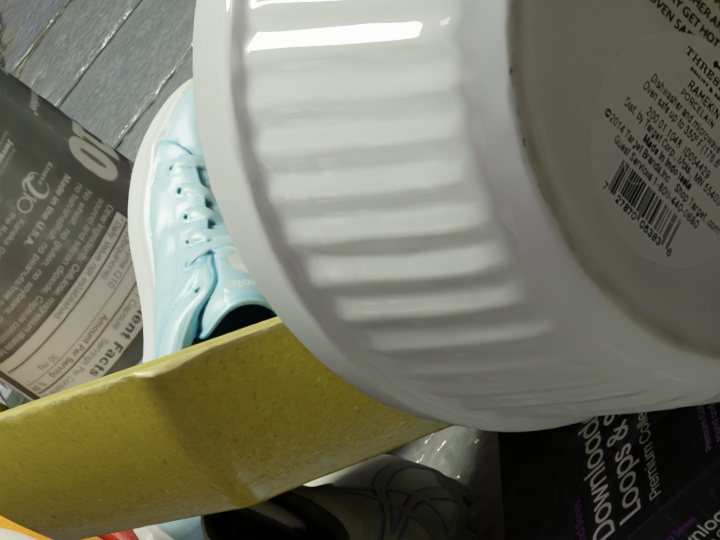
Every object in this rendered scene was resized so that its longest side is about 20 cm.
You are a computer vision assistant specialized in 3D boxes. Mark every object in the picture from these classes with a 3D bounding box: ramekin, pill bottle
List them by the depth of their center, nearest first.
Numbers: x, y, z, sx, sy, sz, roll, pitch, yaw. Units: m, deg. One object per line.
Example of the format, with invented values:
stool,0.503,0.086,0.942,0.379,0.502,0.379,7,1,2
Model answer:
ramekin,0.066,-0.055,0.665,0.105,0.200,0.201,1,56,53
pill bottle,-0.130,0.000,1.106,0.113,0.200,0.113,-45,22,23

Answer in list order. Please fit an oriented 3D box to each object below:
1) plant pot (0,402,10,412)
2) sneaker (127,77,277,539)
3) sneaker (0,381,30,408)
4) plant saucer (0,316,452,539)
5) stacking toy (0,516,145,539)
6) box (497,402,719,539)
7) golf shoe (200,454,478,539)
plant pot,-0.250,0.137,1.114,0.200,0.195,0.195,-37,48,26
sneaker,-0.045,0.008,0.960,0.082,0.074,0.201,142,132,-57
sneaker,-0.139,0.051,1.257,0.091,0.076,0.200,-42,31,14
plant saucer,-0.017,0.036,0.793,0.199,0.049,0.200,-19,1,-31
stacking toy,-0.105,0.125,1.004,0.146,0.146,0.200,-41,5,32
box,0.118,0.016,0.755,0.200,0.036,0.143,-46,21,24
golf shoe,-0.011,0.091,0.839,0.078,0.097,0.200,-56,18,1
